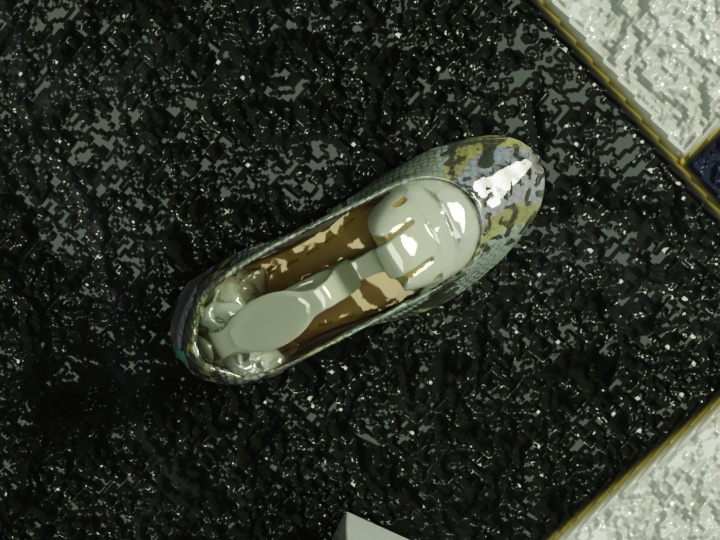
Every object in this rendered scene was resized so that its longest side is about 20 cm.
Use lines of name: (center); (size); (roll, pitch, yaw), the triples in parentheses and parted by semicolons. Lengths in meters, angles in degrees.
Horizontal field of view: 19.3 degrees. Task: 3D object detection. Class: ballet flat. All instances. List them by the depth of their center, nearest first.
ballet flat: (0.000, 0.000, 1.010); (0.200, 0.072, 0.072); (-27, 98, 5)

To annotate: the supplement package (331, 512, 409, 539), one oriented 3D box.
supplement package: (0.017, 0.251, 1.010); (0.150, 0.152, 0.200); (25, 99, -4)
